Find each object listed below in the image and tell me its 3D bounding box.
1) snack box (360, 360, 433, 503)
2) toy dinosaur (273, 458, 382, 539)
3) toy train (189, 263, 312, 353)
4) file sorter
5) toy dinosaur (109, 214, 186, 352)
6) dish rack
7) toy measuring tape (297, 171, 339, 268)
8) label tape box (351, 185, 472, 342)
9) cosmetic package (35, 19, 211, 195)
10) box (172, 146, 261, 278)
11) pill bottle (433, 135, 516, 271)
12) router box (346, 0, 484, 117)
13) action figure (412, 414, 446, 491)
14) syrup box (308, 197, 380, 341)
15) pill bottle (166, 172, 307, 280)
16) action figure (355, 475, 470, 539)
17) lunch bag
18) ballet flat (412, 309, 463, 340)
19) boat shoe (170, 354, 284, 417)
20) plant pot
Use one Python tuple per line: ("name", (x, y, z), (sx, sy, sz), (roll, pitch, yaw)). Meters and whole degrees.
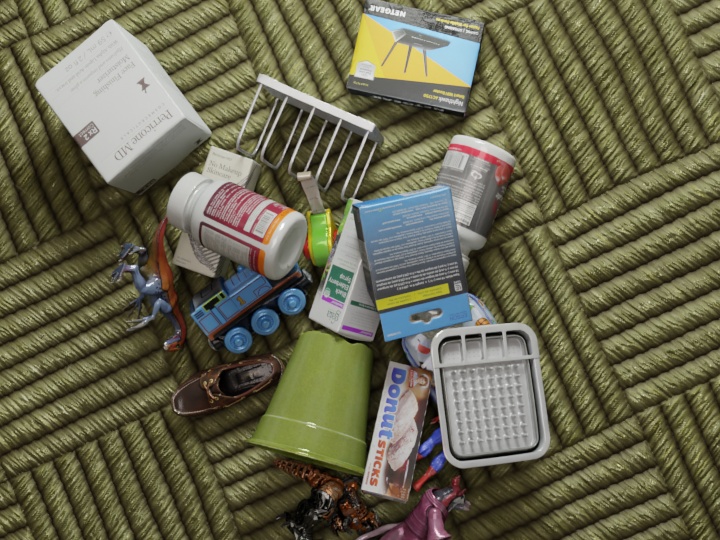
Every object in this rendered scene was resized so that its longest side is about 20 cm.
("snack box", (0.056, 0.241, 1.458), (0.071, 0.024, 0.202), (13, 67, 2))
("toy dinosaur", (-0.059, 0.370, 1.538), (0.199, 0.102, 0.136), (39, 81, 11))
("toy train", (-0.175, 0.045, 1.549), (0.199, 0.087, 0.115), (-35, 114, 3))
("file sorter", (-0.082, -0.205, 1.542), (0.198, 0.139, 0.126), (25, 92, 6))
("toy dinosaur", (-0.318, 0.044, 1.548), (0.199, 0.106, 0.181), (-34, 125, 19))
("dish rack", (0.187, 0.184, 1.437), (0.169, 0.044, 0.203), (-4, 80, -15))
("toy measuring tape", (-0.065, -0.064, 1.511), (0.073, 0.201, 0.074), (-7, 51, 9))
("label tape box", (0.076, -0.012, 1.434), (0.142, 0.063, 0.203), (-12, 100, -11))
("cosmetic package", (-0.375, -0.256, 1.559), (0.164, 0.165, 0.201), (-39, 84, 4))
("box", (-0.234, -0.093, 1.585), (0.081, 0.068, 0.202), (17, 89, 8))
("pill bottle", (0.160, -0.100, 1.524), (0.110, 0.111, 0.202), (21, 90, 6))
("router box", (0.090, -0.344, 1.572), (0.197, 0.051, 0.151), (12, 90, 6))
("action figure", (0.142, 0.246, 1.478), (0.200, 0.052, 0.066), (-43, 91, 4))
("syrup box", (0.000, 0.000, 1.502), (0.078, 0.081, 0.202), (22, 93, 49))
("pill bottle", (-0.190, -0.072, 1.483), (0.198, 0.109, 0.111), (25, 90, 18))
("action figure", (0.091, 0.388, 1.494), (0.148, 0.134, 0.201), (32, 104, -4))
("lunch bag", (0.160, 0.142, 1.532), (0.160, 0.076, 0.201), (-35, 85, 6))
("ballet flat", (0.086, 0.034, 1.502), (0.072, 0.072, 0.201), (-38, 50, 3))
("boat shoe", (-0.221, 0.184, 1.570), (0.198, 0.070, 0.071), (-24, 86, 5))
("plant pot", (-0.059, 0.201, 1.506), (0.198, 0.200, 0.192), (14, 77, 6))
